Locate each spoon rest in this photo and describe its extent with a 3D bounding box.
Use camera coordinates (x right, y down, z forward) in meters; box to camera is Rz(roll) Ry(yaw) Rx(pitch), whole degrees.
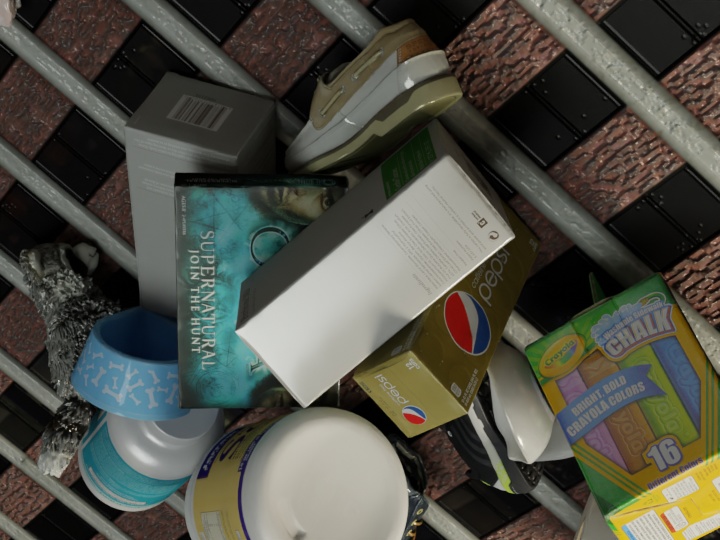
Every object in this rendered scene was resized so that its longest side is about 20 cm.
[{"bbox_3d":[0.130,0.118,1.185,0.060,0.100,0.200,-26,153,11],"label":"spoon rest"}]

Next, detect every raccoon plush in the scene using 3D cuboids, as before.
[{"bbox_3d":[-0.282,0.069,1.351,0.133,0.201,0.097,31,154,-14],"label":"raccoon plush"}]

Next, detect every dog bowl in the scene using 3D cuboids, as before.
[{"bbox_3d":[-0.161,0.069,1.289,0.111,0.199,0.050,26,113,27],"label":"dog bowl"}]

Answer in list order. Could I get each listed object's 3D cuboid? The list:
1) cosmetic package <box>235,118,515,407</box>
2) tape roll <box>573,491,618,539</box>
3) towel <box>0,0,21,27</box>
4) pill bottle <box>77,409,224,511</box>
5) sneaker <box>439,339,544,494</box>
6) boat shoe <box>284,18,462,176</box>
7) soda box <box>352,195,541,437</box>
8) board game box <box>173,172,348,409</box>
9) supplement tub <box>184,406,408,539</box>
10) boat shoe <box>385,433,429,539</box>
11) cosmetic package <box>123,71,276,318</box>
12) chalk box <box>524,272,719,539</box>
[{"bbox_3d":[0.008,-0.006,1.084,0.199,0.108,0.085,-39,107,10],"label":"cosmetic package"},{"bbox_3d":[0.208,0.273,1.270,0.070,0.203,0.204,18,134,9],"label":"tape roll"},{"bbox_3d":[-0.363,-0.303,1.174,0.189,0.032,0.201,16,133,12],"label":"towel"},{"bbox_3d":[-0.194,0.153,1.394,0.110,0.111,0.200,36,150,-7],"label":"pill bottle"},{"bbox_3d":[0.095,0.126,1.285,0.082,0.072,0.201,1,132,31],"label":"sneaker"},{"bbox_3d":[0.000,-0.125,1.129,0.199,0.074,0.069,-28,83,49],"label":"boat shoe"},{"bbox_3d":[0.069,0.028,1.127,0.064,0.201,0.068,-29,112,40],"label":"soda box"},{"bbox_3d":[-0.079,0.019,1.170,0.133,0.028,0.202,0,119,-5],"label":"board game box"},{"bbox_3d":[-0.061,0.197,1.257,0.145,0.146,0.200,42,155,-12],"label":"supplement tub"},{"bbox_3d":[0.034,0.237,1.414,0.090,0.071,0.201,-18,130,16],"label":"boat shoe"},{"bbox_3d":[-0.130,-0.051,1.240,0.106,0.091,0.201,16,136,13],"label":"cosmetic package"},{"bbox_3d":[0.210,0.096,1.125,0.123,0.201,0.125,-30,143,9],"label":"chalk box"}]
